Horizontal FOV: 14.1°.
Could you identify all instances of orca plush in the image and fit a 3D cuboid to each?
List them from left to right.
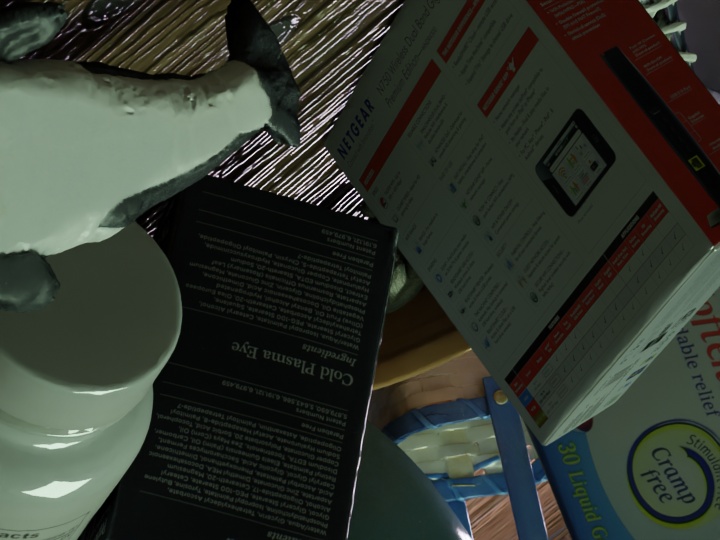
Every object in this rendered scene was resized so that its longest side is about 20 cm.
[{"bbox_3d":[-0.117,-0.055,1.028,0.200,0.071,0.106,-34,123,-34],"label":"orca plush"}]

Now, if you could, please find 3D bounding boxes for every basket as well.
[{"bbox_3d":[0.070,0.111,1.726,0.138,0.201,0.176,-3,161,-13],"label":"basket"}]

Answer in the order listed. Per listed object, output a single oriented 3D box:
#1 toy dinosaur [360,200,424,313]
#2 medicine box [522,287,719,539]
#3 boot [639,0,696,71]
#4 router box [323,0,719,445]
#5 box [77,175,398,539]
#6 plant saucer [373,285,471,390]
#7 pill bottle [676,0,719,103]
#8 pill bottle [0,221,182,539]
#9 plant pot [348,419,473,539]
[{"bbox_3d":[0.000,0.000,1.456,0.200,0.077,0.102,-39,161,-6],"label":"toy dinosaur"},{"bbox_3d":[0.177,0.029,1.403,0.199,0.183,0.103,-21,-177,18],"label":"medicine box"},{"bbox_3d":[0.126,-0.122,1.321,0.073,0.091,0.200,-33,167,-14],"label":"boot"},{"bbox_3d":[0.079,-0.044,1.272,0.049,0.180,0.200,-29,166,-29],"label":"router box"},{"bbox_3d":[-0.069,0.088,1.307,0.200,0.104,0.183,121,-19,-59],"label":"box"},{"bbox_3d":[0.052,0.005,1.568,0.199,0.038,0.200,-26,-170,5],"label":"plant saucer"},{"bbox_3d":[0.221,-0.129,1.506,0.113,0.113,0.200,-41,166,17],"label":"pill bottle"},{"bbox_3d":[-0.147,0.057,1.169,0.114,0.115,0.200,-27,164,-37],"label":"pill bottle"},{"bbox_3d":[-0.043,0.158,1.625,0.199,0.189,0.200,-31,172,-5],"label":"plant pot"}]
